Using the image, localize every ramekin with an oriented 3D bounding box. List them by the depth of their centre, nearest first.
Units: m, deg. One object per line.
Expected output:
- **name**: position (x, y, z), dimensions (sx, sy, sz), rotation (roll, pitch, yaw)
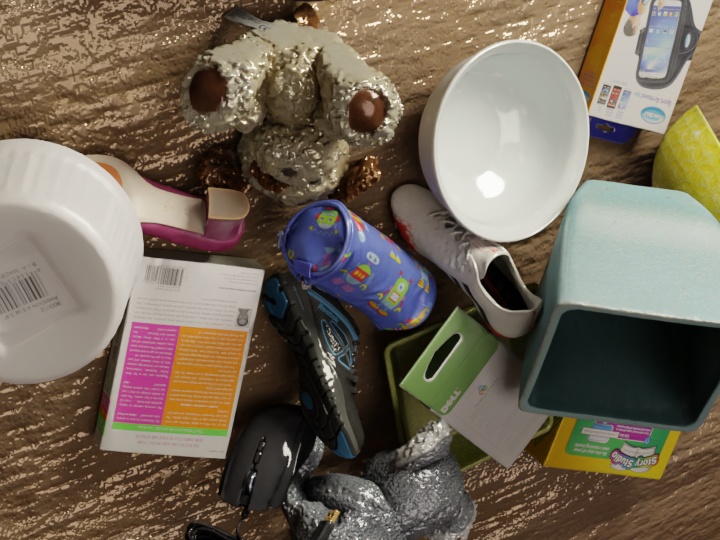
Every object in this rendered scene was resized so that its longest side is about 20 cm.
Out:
- **ramekin**: position (-0.288, -0.001, 1.128), dimensions (0.198, 0.098, 0.202), rotation (-3, 117, -5)

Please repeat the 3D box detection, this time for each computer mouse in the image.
- **computer mouse**: position (-0.078, 0.207, 1.314), dimensions (0.201, 0.139, 0.046), rotation (-57, 151, -38)

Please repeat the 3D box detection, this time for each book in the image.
- **book**: position (-0.179, 0.083, 1.301), dimensions (0.133, 0.048, 0.202), rotation (6, 107, -29)

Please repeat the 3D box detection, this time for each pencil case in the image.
- **pencil case**: position (0.000, 0.000, 1.298), dimensions (0.087, 0.078, 0.200), rotation (-61, 145, -2)

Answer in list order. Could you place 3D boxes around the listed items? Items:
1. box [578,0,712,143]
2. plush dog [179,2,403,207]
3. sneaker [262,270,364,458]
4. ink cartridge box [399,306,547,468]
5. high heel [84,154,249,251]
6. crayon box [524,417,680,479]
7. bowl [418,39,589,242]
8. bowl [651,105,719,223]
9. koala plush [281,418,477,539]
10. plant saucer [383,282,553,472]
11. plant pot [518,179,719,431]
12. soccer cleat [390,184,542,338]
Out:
- **box**: position (0.304, -0.235, 1.436), dimensions (0.118, 0.041, 0.202), rotation (8, 105, -32)
- **plush dog**: position (-0.064, -0.139, 1.231), dimensions (0.198, 0.161, 0.173), rotation (6, 127, -2)
- **sneaker**: position (-0.027, 0.089, 1.338), dimensions (0.081, 0.073, 0.202), rotation (-20, 94, -32)
- **ink cartridge box**: position (0.118, 0.118, 1.416), dimensions (0.200, 0.059, 0.104), rotation (39, 89, -36)
- **high heel**: position (-0.204, -0.056, 1.231), dimensions (0.198, 0.096, 0.068), rotation (3, 69, -17)
- **crayon box**: position (0.311, 0.158, 1.604), dimensions (0.199, 0.058, 0.174), rotation (12, 106, -33)
- **bowl**: position (0.129, -0.135, 1.340), dimensions (0.200, 0.090, 0.203), rotation (-9, 106, -32)
- **bowl**: position (0.380, -0.071, 1.479), dimensions (0.107, 0.201, 0.200), rotation (-31, 127, 15)
- **koala plush**: position (0.025, 0.250, 1.392), dimensions (0.199, 0.184, 0.179), rotation (-23, 122, -10)
- **plant saucer**: position (0.115, 0.125, 1.483), dimensions (0.198, 0.048, 0.202), rotation (-22, 120, -20)
- **plant pot**: position (0.273, 0.022, 1.362), dimensions (0.194, 0.201, 0.197), rotation (7, 142, -3)
- **soccer cleat**: position (0.109, -0.017, 1.346), dimensions (0.068, 0.085, 0.200), rotation (-37, 83, -22)
